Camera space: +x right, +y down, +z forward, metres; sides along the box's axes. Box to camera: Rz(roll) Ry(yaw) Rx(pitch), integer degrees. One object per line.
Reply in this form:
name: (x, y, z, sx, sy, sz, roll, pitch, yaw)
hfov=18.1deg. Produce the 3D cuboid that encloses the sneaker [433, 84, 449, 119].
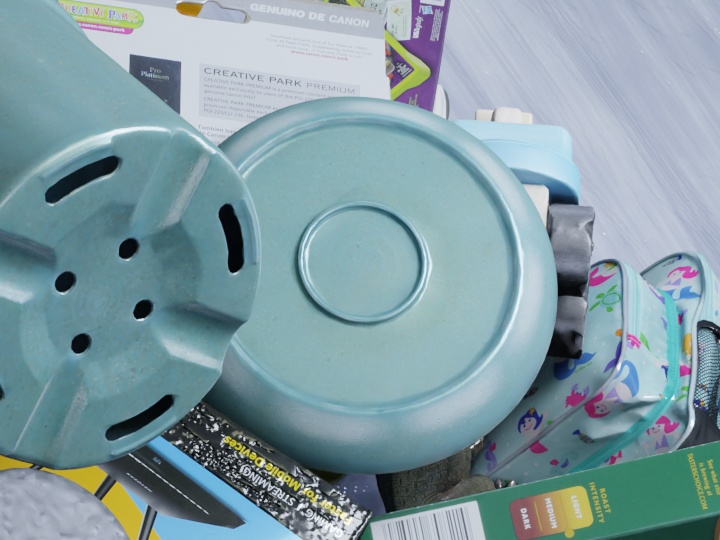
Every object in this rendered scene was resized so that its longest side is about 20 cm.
sneaker: (-0.004, -0.063, 1.346, 0.092, 0.076, 0.201, 22, 43, -16)

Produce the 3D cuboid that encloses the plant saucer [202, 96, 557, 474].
plant saucer: (0.000, 0.000, 1.107, 0.199, 0.027, 0.201, 2, 68, -4)

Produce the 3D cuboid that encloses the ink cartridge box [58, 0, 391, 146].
ink cartridge box: (-0.087, -0.059, 1.198, 0.199, 0.084, 0.176, 8, 58, -13)

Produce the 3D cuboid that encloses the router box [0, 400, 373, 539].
router box: (-0.116, 0.121, 1.049, 0.199, 0.051, 0.149, 32, 55, 5)

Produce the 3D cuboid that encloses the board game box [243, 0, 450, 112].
board game box: (-0.018, -0.095, 1.306, 0.119, 0.032, 0.201, 12, 59, -2)

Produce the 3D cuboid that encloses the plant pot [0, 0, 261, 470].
plant pot: (-0.154, -0.024, 0.949, 0.200, 0.201, 0.196, -3, 25, -41)

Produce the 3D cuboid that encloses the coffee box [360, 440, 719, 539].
coffee box: (0.103, 0.150, 1.148, 0.199, 0.123, 0.044, -12, 54, 0)

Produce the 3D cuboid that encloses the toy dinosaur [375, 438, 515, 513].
toy dinosaur: (0.039, 0.104, 1.195, 0.077, 0.201, 0.102, 14, 31, 37)

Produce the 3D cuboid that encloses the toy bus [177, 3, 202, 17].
toy bus: (-0.186, -0.150, 1.306, 0.199, 0.065, 0.079, 8, 52, -35)

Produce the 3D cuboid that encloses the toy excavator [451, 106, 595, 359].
toy excavator: (0.081, -0.043, 1.258, 0.099, 0.195, 0.201, 5, 59, 4)

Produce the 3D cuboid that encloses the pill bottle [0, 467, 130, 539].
pill bottle: (-0.174, 0.168, 0.937, 0.111, 0.200, 0.112, 22, 44, -24)

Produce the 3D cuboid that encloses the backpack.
backpack: (0.154, 0.082, 1.302, 0.150, 0.177, 0.200, 42, 36, -12)

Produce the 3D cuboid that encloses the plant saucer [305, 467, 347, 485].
plant saucer: (-0.092, 0.064, 1.190, 0.199, 0.031, 0.200, 16, 32, -10)
